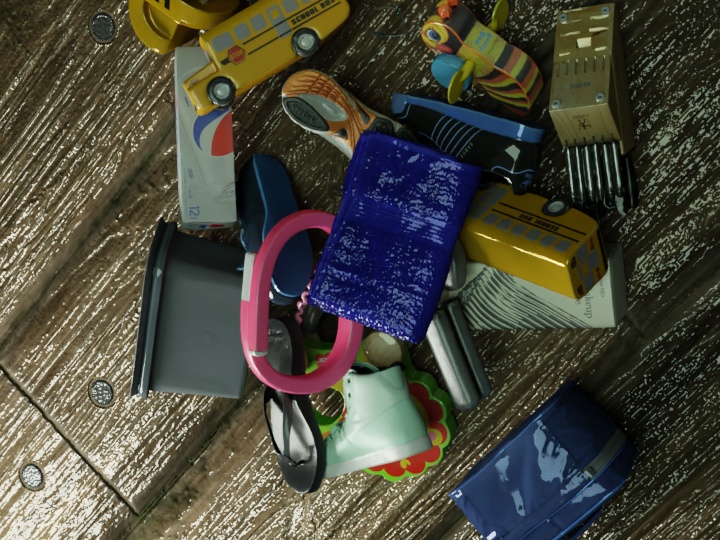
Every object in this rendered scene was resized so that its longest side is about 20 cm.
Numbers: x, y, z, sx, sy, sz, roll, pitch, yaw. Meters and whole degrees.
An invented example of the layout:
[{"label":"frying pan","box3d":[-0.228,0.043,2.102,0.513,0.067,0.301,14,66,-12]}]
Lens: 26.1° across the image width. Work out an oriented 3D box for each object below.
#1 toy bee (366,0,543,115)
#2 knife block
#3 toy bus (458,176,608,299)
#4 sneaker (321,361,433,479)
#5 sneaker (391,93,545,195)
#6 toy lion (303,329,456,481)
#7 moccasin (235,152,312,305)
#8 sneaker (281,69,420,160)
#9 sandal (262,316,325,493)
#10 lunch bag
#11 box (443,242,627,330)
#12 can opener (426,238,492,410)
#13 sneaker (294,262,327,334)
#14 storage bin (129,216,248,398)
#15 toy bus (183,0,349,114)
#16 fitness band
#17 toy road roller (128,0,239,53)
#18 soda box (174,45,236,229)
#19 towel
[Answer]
[{"label":"toy bee","box3d":[0.104,-0.238,1.638,0.198,0.109,0.132,10,68,-3]},{"label":"knife block","box3d":[0.254,-0.156,1.645,0.063,0.176,0.202,-5,55,21]},{"label":"toy bus","box3d":[0.170,-0.039,1.642,0.199,0.078,0.065,23,145,42]},{"label":"sneaker","box3d":[-0.007,0.166,1.758,0.199,0.073,0.119,-23,82,43]},{"label":"sneaker","box3d":[0.107,-0.139,1.668,0.199,0.070,0.079,21,105,39]},{"label":"toy lion","box3d":[0.008,0.154,1.807,0.198,0.069,0.194,-7,107,23]},{"label":"moccasin","box3d":[-0.102,-0.039,1.766,0.068,0.080,0.201,-42,42,35]},{"label":"sneaker","box3d":[-0.001,-0.155,1.718,0.200,0.092,0.076,41,97,-11]},{"label":"sandal","box3d":[-0.088,0.155,1.757,0.076,0.043,0.202,-12,89,49]},{"label":"lunch bag","box3d":[0.202,0.236,1.703,0.132,0.136,0.200,47,115,6]},{"label":"box","box3d":[0.187,0.019,1.696,0.198,0.068,0.083,-3,103,23]},{"label":"can opener","box3d":[0.096,0.051,1.669,0.066,0.052,0.202,-9,103,44]},{"label":"sneaker","box3d":[0.000,0.000,1.760,0.095,0.079,0.201,33,104,-5]},{"label":"storage bin","box3d":[-0.187,0.052,1.819,0.133,0.146,0.202,11,117,-3]},{"label":"toy bus","box3d":[-0.107,-0.249,1.698,0.199,0.065,0.079,-31,94,-5]},{"label":"fitness band","box3d":[-0.059,0.034,1.681,0.037,0.142,0.202,16,104,57]},{"label":"toy road roller","box3d":[-0.227,-0.340,1.751,0.199,0.123,0.147,36,123,9]},{"label":"soda box","box3d":[-0.177,-0.150,1.763,0.063,0.068,0.202,-2,85,-9]},{"label":"towel","box3d":[0.031,-0.038,1.626,0.146,0.049,0.202,18,89,25]}]
